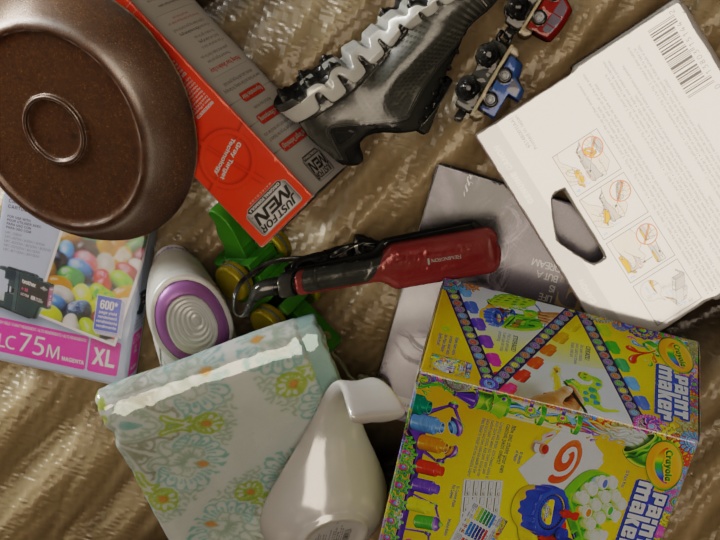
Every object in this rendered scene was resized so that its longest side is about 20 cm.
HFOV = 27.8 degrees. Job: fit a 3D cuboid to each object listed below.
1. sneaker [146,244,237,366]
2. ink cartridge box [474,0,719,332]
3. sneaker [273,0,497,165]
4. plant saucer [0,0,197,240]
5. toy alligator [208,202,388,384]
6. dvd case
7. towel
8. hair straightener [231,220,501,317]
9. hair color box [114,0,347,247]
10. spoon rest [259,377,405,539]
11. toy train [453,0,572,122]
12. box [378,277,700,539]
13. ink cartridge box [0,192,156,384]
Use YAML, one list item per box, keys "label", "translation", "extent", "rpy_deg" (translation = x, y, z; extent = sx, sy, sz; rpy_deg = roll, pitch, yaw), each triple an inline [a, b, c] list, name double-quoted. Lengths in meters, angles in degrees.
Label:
- label: "sneaker"
  translation: [-0.116, 0.070, 1.120]
  extent: [0.074, 0.100, 0.201]
  rpy_deg: [-16, 121, -9]
- label: "ink cartridge box"
  translation: [0.209, -0.066, 1.060]
  extent: [0.175, 0.045, 0.201]
  rpy_deg: [-32, 95, 11]
- label: "sneaker"
  translation: [0.039, -0.150, 1.059]
  extent: [0.199, 0.067, 0.091]
  rpy_deg: [-36, 110, 4]
- label: "plant saucer"
  translation: [-0.209, -0.106, 1.032]
  extent: [0.199, 0.034, 0.202]
  rpy_deg: [13, 121, 21]
- label: "toy alligator"
  translation: [-0.056, 0.034, 1.113]
  extent: [0.200, 0.059, 0.054]
  rpy_deg: [50, 146, -9]
- label: "dvd case"
  translation: [0.102, 0.035, 1.108]
  extent: [0.148, 0.016, 0.202]
  rpy_deg: [16, 103, 4]
- label: "towel"
  translation: [-0.082, 0.136, 1.082]
  extent: [0.170, 0.048, 0.201]
  rpy_deg: [-21, 127, -2]
- label: "hair straightener"
  translation: [0.000, 0.000, 1.070]
  extent: [0.198, 0.077, 0.041]
  rpy_deg: [-16, 103, -8]
- label: "hair color box"
  translation: [-0.107, -0.120, 1.058]
  extent: [0.200, 0.102, 0.061]
  rpy_deg: [46, 112, -2]
- label: "spoon rest"
  translation: [-0.016, 0.144, 1.053]
  extent: [0.099, 0.061, 0.201]
  rpy_deg: [-2, 137, -21]
- label: "toy train"
  translation: [0.129, -0.188, 1.039]
  extent: [0.046, 0.034, 0.201]
  rpy_deg: [32, 93, 1]
- label: "box"
  translation: [0.123, 0.140, 1.041]
  extent: [0.191, 0.122, 0.201]
  rpy_deg: [15, 123, 4]
- label: "ink cartridge box"
  translation: [-0.221, -0.019, 1.128]
  extent: [0.118, 0.042, 0.202]
  rpy_deg: [12, 100, 5]
